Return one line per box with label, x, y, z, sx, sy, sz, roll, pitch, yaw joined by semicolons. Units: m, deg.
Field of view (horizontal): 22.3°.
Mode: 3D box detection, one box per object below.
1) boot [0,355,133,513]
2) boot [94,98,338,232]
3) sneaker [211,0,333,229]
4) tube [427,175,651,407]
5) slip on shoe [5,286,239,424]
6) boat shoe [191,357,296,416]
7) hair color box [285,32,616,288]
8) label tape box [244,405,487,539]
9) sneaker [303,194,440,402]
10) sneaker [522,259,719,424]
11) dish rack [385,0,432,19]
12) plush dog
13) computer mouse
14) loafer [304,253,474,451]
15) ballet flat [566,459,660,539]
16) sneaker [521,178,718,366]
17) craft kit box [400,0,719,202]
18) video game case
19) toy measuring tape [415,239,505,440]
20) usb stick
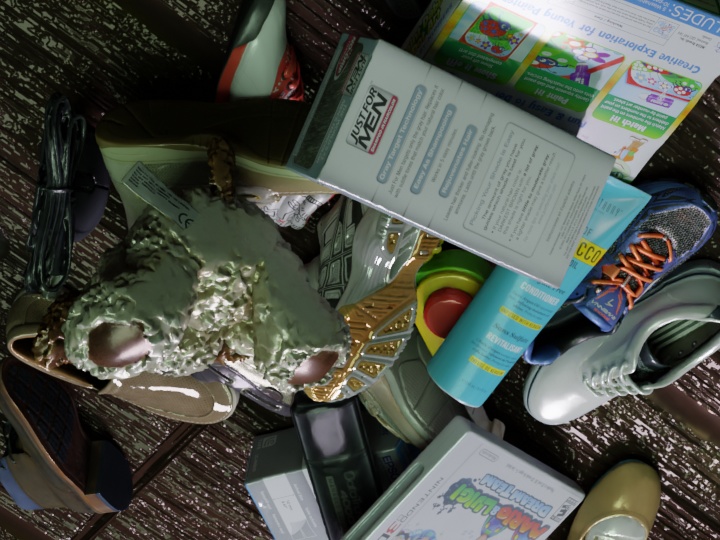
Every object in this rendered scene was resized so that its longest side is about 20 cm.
boot;-0.276;0.146;1.514;0.097;0.075;0.200;-11;136;20
boot;-0.081;-0.042;1.298;0.199;0.072;0.155;5;131;12
sneaker;-0.053;-0.116;1.320;0.107;0.067;0.202;17;129;-6
tube;0.124;0.009;1.334;0.077;0.050;0.200;23;111;-33
slip on shoe;-0.193;0.078;1.475;0.200;0.061;0.076;31;123;-15
boat shoe;-0.115;0.058;1.447;0.200;0.072;0.065;29;119;-20
hair color box;0.062;-0.072;1.215;0.199;0.061;0.099;23;91;-27
label tape box;0.023;0.188;1.525;0.199;0.066;0.144;-14;122;18
sneaker;0.000;0.000;1.365;0.075;0.088;0.201;11;110;-41
sneaker;0.203;0.066;1.413;0.073;0.071;0.200;39;120;-20
dish rack;0.078;-0.260;1.211;0.199;0.055;0.154;-21;122;18
plush dog;-0.126;0.014;1.229;0.199;0.161;0.172;6;155;-31
computer mouse;-0.206;-0.056;1.310;0.052;0.200;0.139;7;95;-9
loafer;0.013;0.072;1.444;0.063;0.072;0.200;-26;107;42
ballet flat;0.203;0.247;1.546;0.068;0.063;0.200;14;126;-13
sneaker;0.189;0.009;1.370;0.075;0.079;0.200;36;121;-21
craft kit box;0.133;-0.138;1.256;0.199;0.049;0.198;17;131;-22
video game case;0.072;0.215;1.472;0.182;0.024;0.200;-48;141;8
toy measuring tape;0.090;0.050;1.413;0.073;0.074;0.200;-19;117;19
usb stick;-0.010;0.176;1.465;0.055;0.033;0.201;-11;121;6
